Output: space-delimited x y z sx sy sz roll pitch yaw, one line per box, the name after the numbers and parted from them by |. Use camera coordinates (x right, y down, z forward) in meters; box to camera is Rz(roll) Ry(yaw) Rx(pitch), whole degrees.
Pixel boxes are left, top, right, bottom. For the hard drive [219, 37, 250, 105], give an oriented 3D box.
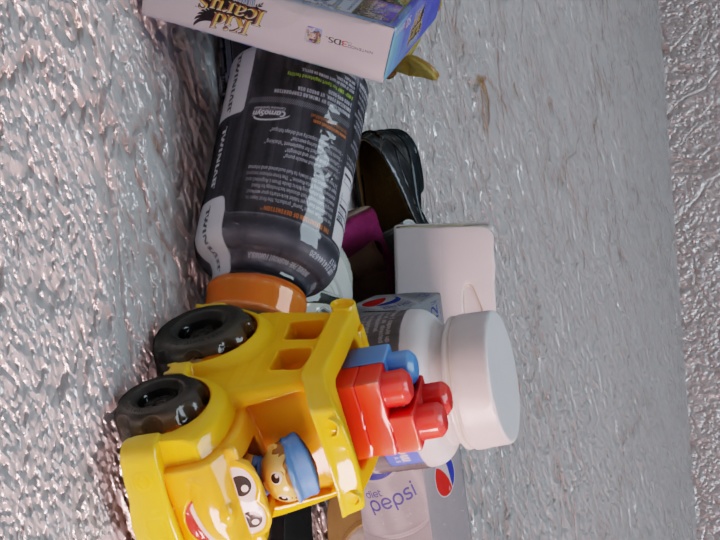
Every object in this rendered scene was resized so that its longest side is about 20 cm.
-0.061 -0.133 1.602 0.200 0.037 0.141 29 53 -69 | hard drive

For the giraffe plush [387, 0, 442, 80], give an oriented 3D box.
0.020 -0.241 1.710 0.173 0.199 0.163 62 -1 32 | giraffe plush

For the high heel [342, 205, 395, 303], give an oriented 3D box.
0.000 0.000 1.674 0.200 0.067 0.097 -12 83 -77 | high heel

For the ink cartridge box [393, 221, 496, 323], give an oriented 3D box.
0.072 0.038 1.668 0.200 0.083 0.146 54 35 -86 | ink cartridge box

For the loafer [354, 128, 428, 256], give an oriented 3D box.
0.030 -0.031 1.814 0.072 0.072 0.202 -1 73 -65 | loafer

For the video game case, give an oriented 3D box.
-0.043 -0.202 1.450 0.200 0.179 0.046 -56 160 -66 | video game case

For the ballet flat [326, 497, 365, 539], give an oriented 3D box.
0.019 0.261 1.596 0.063 0.068 0.202 -145 -138 -76 | ballet flat

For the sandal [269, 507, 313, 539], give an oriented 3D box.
-0.040 0.240 1.461 0.075 0.045 0.202 52 33 -59 | sandal

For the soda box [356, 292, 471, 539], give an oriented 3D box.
0.033 0.122 1.532 0.068 0.063 0.202 -24 109 -58 | soda box

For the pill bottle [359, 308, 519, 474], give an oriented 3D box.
0.008 0.090 1.432 0.114 0.198 0.115 -9 90 -73 | pill bottle

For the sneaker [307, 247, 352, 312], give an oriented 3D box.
-0.034 0.062 1.565 0.088 0.075 0.201 -65 144 -34 | sneaker

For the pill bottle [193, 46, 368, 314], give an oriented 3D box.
-0.059 -0.052 1.420 0.106 0.105 0.202 54 41 -57 | pill bottle

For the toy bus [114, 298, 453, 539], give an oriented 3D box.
-0.042 0.106 1.276 0.200 0.190 0.137 -64 143 -60 | toy bus
